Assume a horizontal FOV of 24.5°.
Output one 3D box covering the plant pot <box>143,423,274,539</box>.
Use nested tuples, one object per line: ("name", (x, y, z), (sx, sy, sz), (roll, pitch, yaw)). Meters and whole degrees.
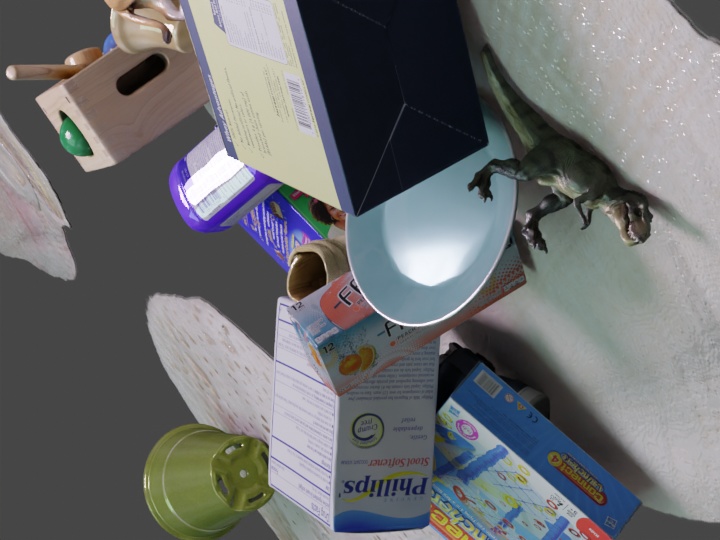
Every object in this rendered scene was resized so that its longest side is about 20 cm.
("plant pot", (-0.230, 0.342, 2.728), (0.200, 0.200, 0.190), (55, 150, -9))

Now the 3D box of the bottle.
("bottle", (-0.102, -0.115, 1.598), (0.200, 0.065, 0.084), (-38, 70, 35))

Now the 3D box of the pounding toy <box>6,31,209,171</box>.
("pounding toy", (-0.268, -0.197, 1.762), (0.142, 0.200, 0.184), (57, 163, -12))

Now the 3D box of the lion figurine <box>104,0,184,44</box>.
("lion figurine", (-0.227, -0.310, 1.585), (0.122, 0.072, 0.200), (-2, 90, 39))

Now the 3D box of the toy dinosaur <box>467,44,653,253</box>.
("toy dinosaur", (0.136, -0.072, 1.248), (0.200, 0.088, 0.047), (47, -161, 21))

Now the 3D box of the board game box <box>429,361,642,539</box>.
("board game box", (0.138, 0.211, 1.591), (0.200, 0.056, 0.196), (41, 144, 6))

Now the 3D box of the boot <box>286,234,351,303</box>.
("boot", (0.000, 0.000, 1.547), (0.200, 0.155, 0.073), (159, 96, -69))

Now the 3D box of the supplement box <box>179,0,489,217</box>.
("supplement box", (-0.029, -0.178, 1.296), (0.200, 0.134, 0.200), (28, 140, 52))

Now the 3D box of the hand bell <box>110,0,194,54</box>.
("hand bell", (-0.137, -0.226, 1.625), (0.200, 0.104, 0.104), (28, 152, 27))

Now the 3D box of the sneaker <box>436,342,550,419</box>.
("sneaker", (0.118, 0.161, 1.678), (0.146, 0.077, 0.203), (29, 142, 28))

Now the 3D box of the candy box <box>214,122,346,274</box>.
("candy box", (-0.059, -0.062, 1.716), (0.200, 0.077, 0.169), (44, 161, 20))

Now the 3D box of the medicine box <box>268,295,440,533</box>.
("medicine box", (-0.009, 0.133, 1.594), (0.182, 0.103, 0.200), (-163, 74, -67))

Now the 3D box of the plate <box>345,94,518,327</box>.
("plate", (0.062, -0.052, 1.356), (0.026, 0.200, 0.200), (12, -168, -40))

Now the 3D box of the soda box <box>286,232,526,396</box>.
("soda box", (0.040, 0.022, 1.429), (0.064, 0.200, 0.068), (47, 163, 46))
